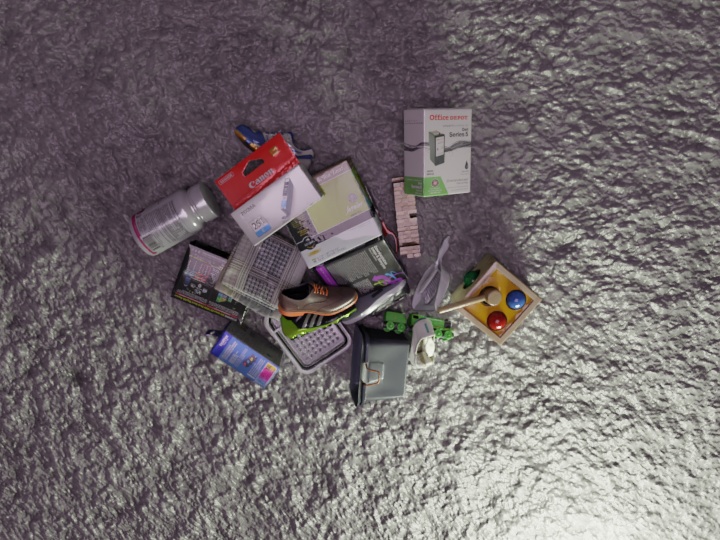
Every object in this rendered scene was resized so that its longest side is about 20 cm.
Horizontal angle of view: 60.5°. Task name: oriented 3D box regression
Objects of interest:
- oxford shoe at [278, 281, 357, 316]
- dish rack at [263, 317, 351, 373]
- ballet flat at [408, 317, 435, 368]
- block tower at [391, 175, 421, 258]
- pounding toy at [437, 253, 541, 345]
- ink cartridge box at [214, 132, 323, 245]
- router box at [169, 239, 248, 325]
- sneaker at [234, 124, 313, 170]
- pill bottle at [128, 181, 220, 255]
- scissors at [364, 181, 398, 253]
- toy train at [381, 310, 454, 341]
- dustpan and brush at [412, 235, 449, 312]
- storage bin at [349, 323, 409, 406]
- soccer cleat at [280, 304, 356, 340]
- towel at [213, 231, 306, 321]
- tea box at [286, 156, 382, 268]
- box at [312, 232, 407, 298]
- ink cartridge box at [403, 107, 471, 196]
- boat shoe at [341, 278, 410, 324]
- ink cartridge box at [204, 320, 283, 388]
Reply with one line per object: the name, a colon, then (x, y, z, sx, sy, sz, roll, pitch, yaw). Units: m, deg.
oxford shoe: (-0.102, 0.065, 1.509, 0.199, 0.071, 0.073, -9, 142, -13)
dish rack: (-0.137, 0.154, 1.623, 0.171, 0.044, 0.201, -34, 101, 7)
ballet flat: (0.163, 0.205, 1.576, 0.069, 0.070, 0.201, -3, 136, 1)
block tower: (0.115, -0.134, 1.547, 0.054, 0.058, 0.201, -7, 102, 1)
pounding toy: (0.315, 0.073, 1.552, 0.200, 0.142, 0.184, 38, 100, -9)
ink cartridge box: (-0.214, -0.184, 1.409, 0.199, 0.045, 0.177, -34, 99, 12)
router box: (-0.366, 0.030, 1.583, 0.199, 0.062, 0.151, 23, 101, -5)
sneaker: (-0.207, -0.308, 1.505, 0.199, 0.075, 0.088, 31, 90, -14)
pill bottle: (-0.454, -0.129, 1.519, 0.199, 0.113, 0.114, -27, 102, 6)
scissors: (0.053, -0.129, 1.571, 0.073, 0.014, 0.201, -5, 103, 4)
toy train: (0.151, 0.143, 1.611, 0.199, 0.042, 0.057, 10, 72, -12)
dustpan and brush: (0.190, 0.007, 1.563, 0.057, 0.139, 0.201, 37, 76, -13)
storage bin: (0.053, 0.247, 1.605, 0.133, 0.146, 0.201, 1, 104, -11)
soccer cleat: (-0.110, 0.111, 1.560, 0.199, 0.068, 0.082, -20, 90, 5)
towel: (-0.237, 0.004, 1.533, 0.192, 0.034, 0.201, 30, 77, -22)
tea box: (-0.075, -0.144, 1.500, 0.199, 0.134, 0.198, -24, 103, 9)
box: (0.000, 0.000, 1.545, 0.199, 0.036, 0.143, -22, 129, 16)
ink cartridge box: (0.183, -0.284, 1.468, 0.145, 0.084, 0.201, -10, 106, -30)
boat shoe: (0.042, 0.087, 1.600, 0.200, 0.070, 0.066, -37, 125, 4)
ink cartridge box: (-0.302, 0.200, 1.586, 0.200, 0.136, 0.076, 38, 96, -8)
